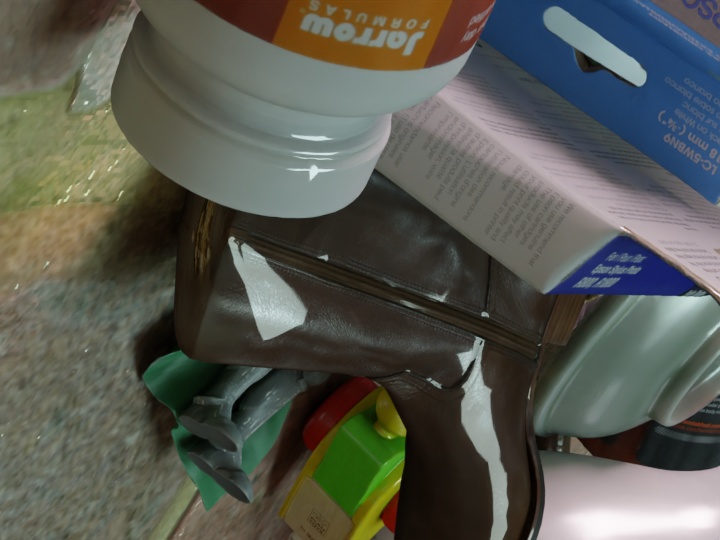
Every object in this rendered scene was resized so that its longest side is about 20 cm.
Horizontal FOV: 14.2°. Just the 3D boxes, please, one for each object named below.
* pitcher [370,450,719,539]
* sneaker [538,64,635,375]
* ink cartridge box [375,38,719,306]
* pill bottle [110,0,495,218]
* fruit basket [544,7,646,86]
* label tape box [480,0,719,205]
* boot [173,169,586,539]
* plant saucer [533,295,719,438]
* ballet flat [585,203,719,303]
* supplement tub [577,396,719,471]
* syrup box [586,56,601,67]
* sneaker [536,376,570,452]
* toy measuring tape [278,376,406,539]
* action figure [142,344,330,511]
[{"bbox_3d":[0.112,0.160,1.341,0.200,0.172,0.121,-9,140,-3],"label":"pitcher"},{"bbox_3d":[0.100,-0.041,1.291,0.099,0.078,0.200,-49,171,-31],"label":"sneaker"},{"bbox_3d":[0.071,-0.030,1.025,0.041,0.200,0.200,-57,160,12],"label":"ink cartridge box"},{"bbox_3d":[-0.003,-0.118,0.830,0.112,0.112,0.200,-29,149,-51],"label":"pill bottle"},{"bbox_3d":[0.163,-0.150,1.090,0.200,0.185,0.094,-58,-160,5],"label":"fruit basket"},{"bbox_3d":[0.106,-0.138,1.001,0.063,0.144,0.200,-18,141,-59],"label":"label tape box"},{"bbox_3d":[-0.006,0.042,1.057,0.200,0.064,0.187,16,87,-50],"label":"boot"},{"bbox_3d":[0.163,0.019,1.343,0.200,0.050,0.200,-40,165,-13],"label":"plant saucer"},{"bbox_3d":[0.086,-0.015,1.185,0.200,0.071,0.065,-29,-163,21],"label":"ballet flat"},{"bbox_3d":[0.184,0.015,1.515,0.107,0.107,0.200,-34,154,-44],"label":"supplement tub"},{"bbox_3d":[0.154,-0.103,1.279,0.081,0.079,0.200,-53,161,-2],"label":"syrup box"},{"bbox_3d":[0.039,0.131,1.437,0.075,0.070,0.200,-18,140,-51],"label":"sneaker"},{"bbox_3d":[-0.001,0.103,1.308,0.074,0.074,0.200,-39,165,-36],"label":"toy measuring tape"},{"bbox_3d":[0.000,0.000,1.146,0.200,0.055,0.118,-50,159,-22],"label":"action figure"}]
